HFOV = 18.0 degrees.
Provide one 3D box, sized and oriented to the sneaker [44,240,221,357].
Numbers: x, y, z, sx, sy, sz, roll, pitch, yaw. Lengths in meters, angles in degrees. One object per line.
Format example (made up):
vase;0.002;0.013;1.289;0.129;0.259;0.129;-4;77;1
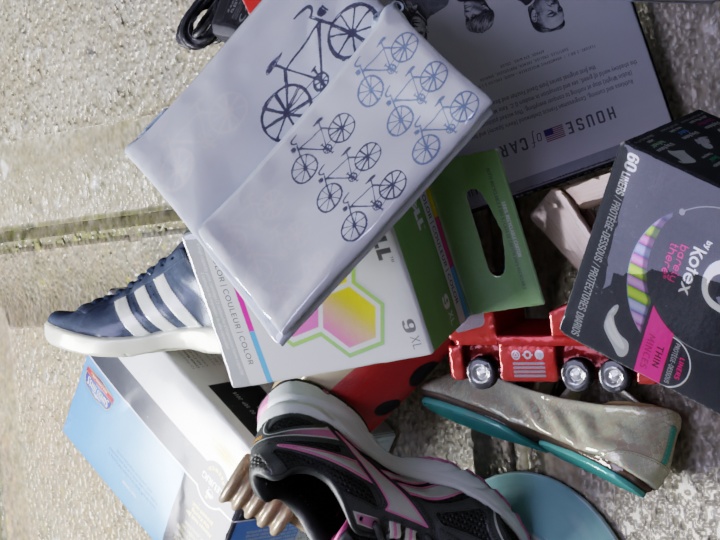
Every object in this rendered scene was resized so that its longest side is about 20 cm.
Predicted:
sneaker;-0.124;0.013;1.522;0.199;0.075;0.085;-3;91;26

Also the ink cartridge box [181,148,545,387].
ink cartridge box;0.000;0.000;1.372;0.199;0.059;0.105;-10;106;29

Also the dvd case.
dvd case;0.092;-0.149;1.383;0.149;0.025;0.201;-19;83;7

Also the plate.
plate;0.108;0.233;1.489;0.199;0.025;0.202;8;101;47

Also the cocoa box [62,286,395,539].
cocoa box;-0.098;0.116;1.627;0.200;0.133;0.132;44;125;35

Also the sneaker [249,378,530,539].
sneaker;0.010;0.159;1.449;0.199;0.087;0.081;29;131;-2

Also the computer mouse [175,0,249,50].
computer mouse;-0.047;-0.183;1.488;0.139;0.053;0.200;-60;27;5

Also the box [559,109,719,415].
box;0.228;0.013;1.222;0.199;0.106;0.123;27;116;24

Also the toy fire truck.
toy fire truck;0.139;-0.001;1.368;0.199;0.049;0.142;0;102;31

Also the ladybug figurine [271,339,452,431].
ladybug figurine;0.018;0.044;1.500;0.072;0.136;0.200;42;122;0

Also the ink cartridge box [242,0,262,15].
ink cartridge box;-0.038;-0.281;1.468;0.200;0.045;0.176;-48;28;13

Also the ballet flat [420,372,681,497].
ballet flat;0.123;0.088;1.439;0.199;0.067;0.063;20;80;43

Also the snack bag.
snack bag;-0.036;-0.085;1.348;0.189;0.021;0.200;-48;53;9

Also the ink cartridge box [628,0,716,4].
ink cartridge box;0.171;-0.276;1.305;0.145;0.083;0.201;-51;58;39

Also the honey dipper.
honey dipper;-0.001;0.189;1.490;0.199;0.038;0.038;34;127;-2
